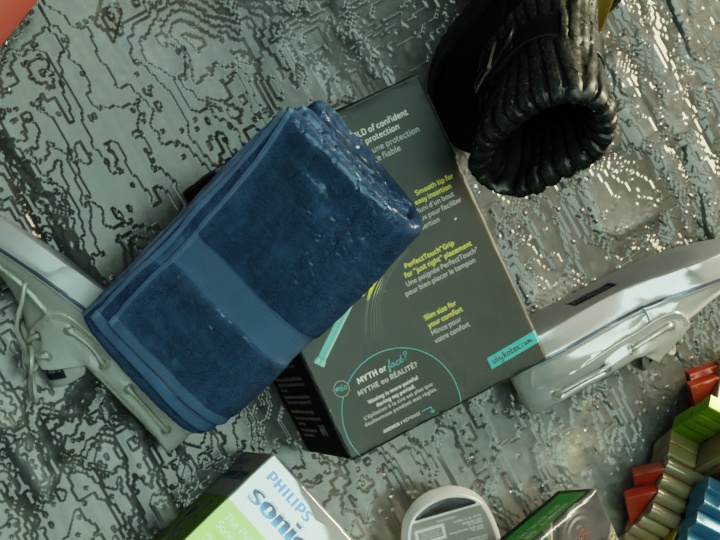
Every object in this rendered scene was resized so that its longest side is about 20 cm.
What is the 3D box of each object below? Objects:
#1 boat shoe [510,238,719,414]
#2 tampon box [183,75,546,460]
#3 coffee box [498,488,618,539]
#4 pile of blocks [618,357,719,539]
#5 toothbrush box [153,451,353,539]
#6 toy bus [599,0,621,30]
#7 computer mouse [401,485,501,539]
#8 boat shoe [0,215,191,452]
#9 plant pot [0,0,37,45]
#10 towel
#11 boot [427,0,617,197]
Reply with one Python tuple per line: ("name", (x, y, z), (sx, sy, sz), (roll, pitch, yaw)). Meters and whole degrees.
("boat shoe", (0.190, 0.037, 1.293), (0.200, 0.074, 0.066), (-23, 102, -9))
("tampon box", (0.000, 0.000, 1.203), (0.150, 0.126, 0.200), (-26, 93, -15))
("coffee box", (0.149, 0.261, 1.241), (0.123, 0.044, 0.200), (-31, 103, -39))
("pile of blocks", (0.224, 0.142, 1.283), (0.062, 0.082, 0.200), (26, 80, -13))
("toothbrush box", (-0.088, 0.235, 1.183), (0.200, 0.086, 0.146), (-44, 98, -14))
("toy bus", (0.117, -0.279, 1.269), (0.192, 0.136, 0.200), (20, 78, 2))
("computer mouse", (0.071, 0.241, 1.253), (0.109, 0.044, 0.201), (-12, 94, -16))
("boat shoe", (-0.187, 0.047, 1.181), (0.202, 0.075, 0.086), (40, 85, -18))
("plant pot", (-0.289, -0.182, 1.109), (0.200, 0.200, 0.177), (48, 66, -8))
("towel", (-0.064, 0.001, 1.100), (0.200, 0.049, 0.112), (-44, 88, 17))
("boot", (0.096, -0.102, 1.177), (0.079, 0.211, 0.158), (9, 55, -11))
